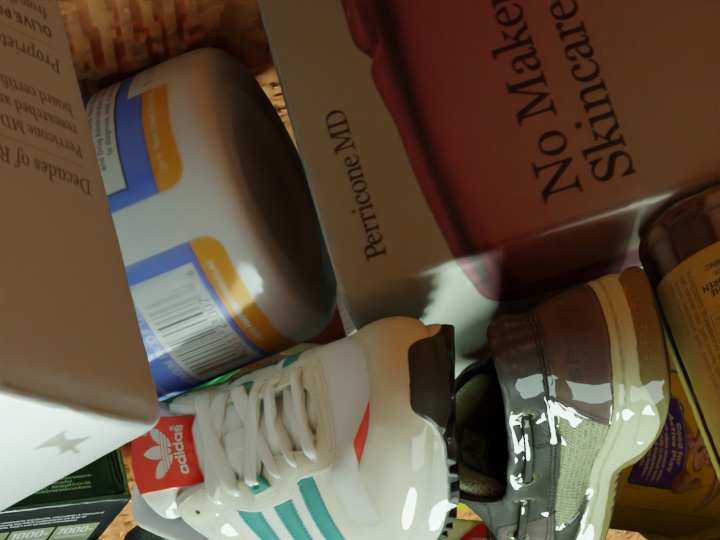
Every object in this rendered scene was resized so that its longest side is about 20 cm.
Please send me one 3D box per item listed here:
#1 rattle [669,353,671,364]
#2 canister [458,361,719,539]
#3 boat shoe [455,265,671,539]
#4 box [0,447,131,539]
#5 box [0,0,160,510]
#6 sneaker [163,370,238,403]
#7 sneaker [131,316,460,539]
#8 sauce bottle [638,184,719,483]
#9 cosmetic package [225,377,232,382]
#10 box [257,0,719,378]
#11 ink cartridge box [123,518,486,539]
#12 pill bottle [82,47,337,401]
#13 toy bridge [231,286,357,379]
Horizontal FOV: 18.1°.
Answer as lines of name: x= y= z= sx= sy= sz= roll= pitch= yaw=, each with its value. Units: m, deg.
rattle: x=0.178 y=-0.042 z=0.889 sx=0.199 sy=0.143 sz=0.130 roll=-11 pitch=135 yaw=7
canister: x=0.097 y=0.044 z=1.011 sx=0.086 sy=0.149 sz=0.200 roll=-27 pitch=153 yaw=36
boat shoe: x=0.058 y=0.057 z=0.795 sx=0.066 sy=0.072 sz=0.201 roll=-2 pitch=155 yaw=-7
box: x=-0.226 y=0.104 z=1.002 sx=0.199 sy=0.086 sz=0.164 roll=-4 pitch=154 yaw=-28
box: x=-0.206 y=-0.004 z=0.664 sx=0.199 sy=0.172 sz=0.200 roll=-28 pitch=155 yaw=26
sneaker: x=-0.130 y=0.040 z=0.914 sx=0.199 sy=0.074 sz=0.084 roll=-21 pitch=-174 yaw=-19
sneaker: x=-0.029 y=0.066 z=0.776 sx=0.093 sy=0.071 sz=0.200 roll=2 pitch=163 yaw=-14
sauce bottle: x=0.146 y=0.069 z=0.705 sx=0.064 sy=0.201 sz=0.065 roll=-14 pitch=156 yaw=-7
cosmetic package: x=-0.009 y=0.113 z=1.171 sx=0.107 sy=0.085 sz=0.200 roll=-13 pitch=156 yaw=2
box: x=0.079 y=-0.055 z=0.797 sx=0.199 sy=0.128 sz=0.109 roll=-18 pitch=157 yaw=3
ink cartridge box: x=-0.002 y=0.140 z=1.015 sx=0.199 sy=0.050 sz=0.162 roll=10 pitch=166 yaw=-11
pill bottle: x=-0.119 y=0.006 z=0.823 sx=0.199 sy=0.112 sz=0.112 roll=-22 pitch=157 yaw=14
toy bridge: x=0.000 y=0.000 z=0.947 sx=0.027 sy=0.067 sz=0.200 roll=3 pitch=150 yaw=-38
